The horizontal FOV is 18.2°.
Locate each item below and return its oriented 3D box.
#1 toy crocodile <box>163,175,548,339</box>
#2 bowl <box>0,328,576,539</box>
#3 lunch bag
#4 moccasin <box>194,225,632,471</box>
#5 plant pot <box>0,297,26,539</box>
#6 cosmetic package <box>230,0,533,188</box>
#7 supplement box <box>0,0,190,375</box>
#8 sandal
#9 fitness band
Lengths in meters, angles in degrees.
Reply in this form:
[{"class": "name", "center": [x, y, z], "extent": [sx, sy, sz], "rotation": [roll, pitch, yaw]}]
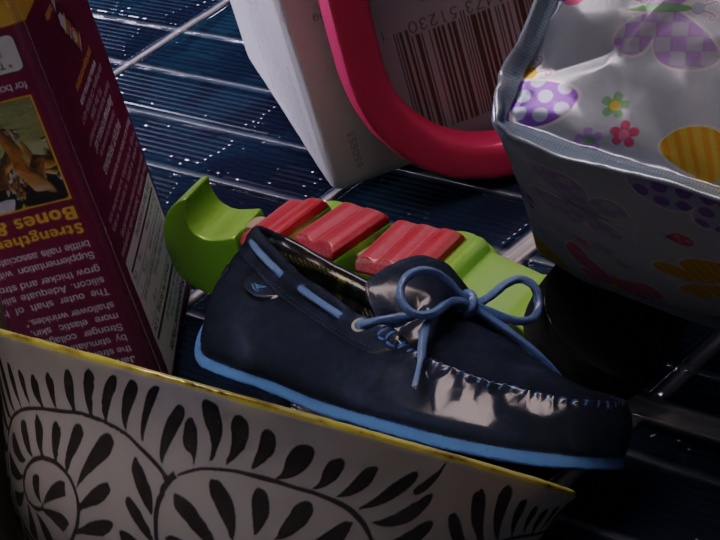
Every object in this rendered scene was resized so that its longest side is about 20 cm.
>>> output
[{"class": "toy crocodile", "center": [0.000, 0.000, 0.937], "extent": [0.199, 0.062, 0.067], "rotation": [14, 42, 43]}, {"class": "bowl", "center": [-0.038, 0.089, 0.735], "extent": [0.200, 0.200, 0.095], "rotation": [12, 83, 42]}, {"class": "lunch bag", "center": [0.160, -0.041, 0.763], "extent": [0.199, 0.170, 0.128], "rotation": [22, 80, 16]}, {"class": "moccasin", "center": [0.014, 0.025, 0.834], "extent": [0.199, 0.069, 0.080], "rotation": [15, 1, 35]}, {"class": "plant pot", "center": [-0.198, 0.111, 0.732], "extent": [0.199, 0.178, 0.200], "rotation": [-16, 29, 4]}, {"class": "cosmetic package", "center": [0.017, -0.172, 1.119], "extent": [0.167, 0.167, 0.200], "rotation": [-21, 28, -6]}, {"class": "supplement box", "center": [-0.164, -0.038, 0.950], "extent": [0.130, 0.201, 0.103], "rotation": [-12, 29, 10]}, {"class": "sandal", "center": [0.125, -0.026, 0.902], "extent": [0.076, 0.043, 0.200], "rotation": [30, 45, -6]}, {"class": "fitness band", "center": [0.050, -0.139, 1.008], "extent": [0.143, 0.201, 0.037], "rotation": [-16, 22, -5]}]
